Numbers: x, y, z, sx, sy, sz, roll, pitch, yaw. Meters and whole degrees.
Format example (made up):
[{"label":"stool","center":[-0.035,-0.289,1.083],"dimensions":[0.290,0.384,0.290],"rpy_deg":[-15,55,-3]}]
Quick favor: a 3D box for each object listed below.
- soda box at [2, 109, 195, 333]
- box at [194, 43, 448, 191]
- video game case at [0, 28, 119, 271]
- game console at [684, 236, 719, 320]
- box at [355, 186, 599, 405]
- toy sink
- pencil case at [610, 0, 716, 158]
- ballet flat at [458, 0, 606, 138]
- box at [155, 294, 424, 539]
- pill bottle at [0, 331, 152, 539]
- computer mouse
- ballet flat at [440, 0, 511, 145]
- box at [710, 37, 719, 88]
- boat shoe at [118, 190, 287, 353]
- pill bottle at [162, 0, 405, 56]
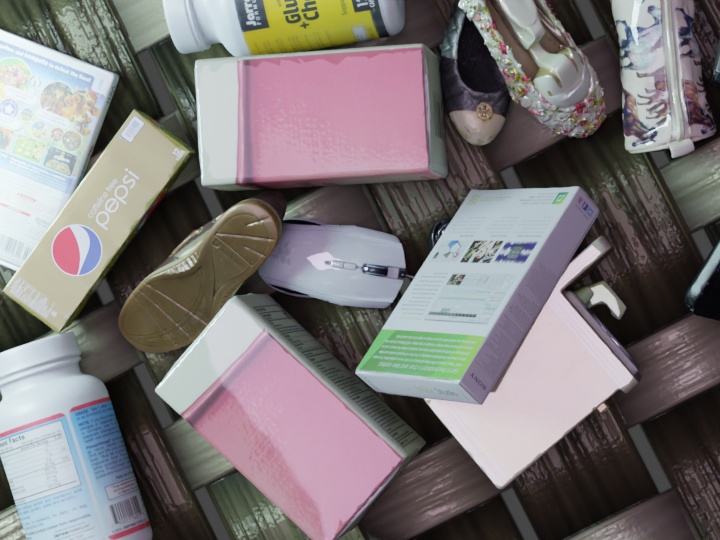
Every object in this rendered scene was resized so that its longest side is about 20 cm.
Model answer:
[{"label":"soda box","center":[-0.231,-0.044,1.606],"dimensions":[0.064,0.068,0.200],"rpy_deg":[37,92,-2]},{"label":"box","center":[-0.031,-0.128,1.551],"dimensions":[0.198,0.128,0.110],"rpy_deg":[-3,90,10]},{"label":"video game case","center":[-0.320,-0.110,1.655],"dimensions":[0.142,0.018,0.201],"rpy_deg":[22,94,9]},{"label":"game console","center":[0.390,-0.016,1.479],"dimensions":[0.116,0.175,0.201],"rpy_deg":[40,107,35]},{"label":"box","center":[0.095,0.018,1.486],"dimensions":[0.036,0.144,0.200],"rpy_deg":[46,67,-27]},{"label":"toy sink","center":[0.166,0.078,1.520],"dimensions":[0.200,0.130,0.112],"rpy_deg":[-42,84,6]},{"label":"pencil case","center":[0.251,-0.196,1.518],"dimensions":[0.077,0.089,0.202],"rpy_deg":[-7,95,4]},{"label":"ballet flat","center":[0.145,-0.188,1.519],"dimensions":[0.076,0.064,0.200],"rpy_deg":[-43,107,-7]},{"label":"box","center":[-0.057,0.126,1.549],"dimensions":[0.200,0.128,0.109],"rpy_deg":[42,97,8]},{"label":"pill bottle","center":[-0.263,0.162,1.601],"dimensions":[0.108,0.109,0.201],"rpy_deg":[-18,87,9]},{"label":"computer mouse","center":[0.000,0.000,1.589],"dimensions":[0.198,0.044,0.111],"rpy_deg":[8,92,9]},{"label":"ballet flat","center":[0.108,-0.209,1.558],"dimensions":[0.066,0.057,0.202],"rpy_deg":[5,91,-17]},{"label":"box","center":[0.401,-0.206,1.482],"dimensions":[0.199,0.124,0.150],"rpy_deg":[13,92,8]},{"label":"boat shoe","center":[-0.136,-0.002,1.602],"dimensions":[0.072,0.072,0.200],"rpy_deg":[42,118,-7]},{"label":"pill bottle","center":[-0.066,-0.244,1.565],"dimensions":[0.199,0.112,0.113],"rpy_deg":[-9,89,9]}]
